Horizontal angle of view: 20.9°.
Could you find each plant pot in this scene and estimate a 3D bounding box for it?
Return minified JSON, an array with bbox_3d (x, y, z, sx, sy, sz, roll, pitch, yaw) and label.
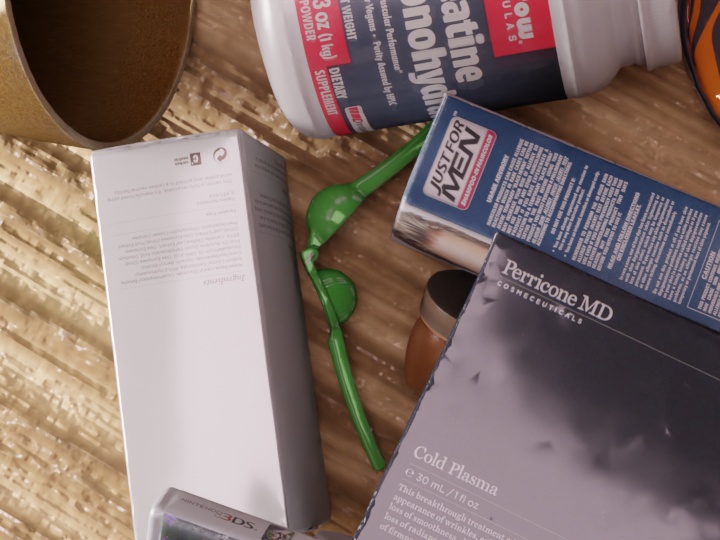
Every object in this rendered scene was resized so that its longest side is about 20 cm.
[{"bbox_3d":[-0.214,-0.158,1.008,0.199,0.186,0.188,3,86,24],"label":"plant pot"}]

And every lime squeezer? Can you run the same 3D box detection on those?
[{"bbox_3d":[0.000,0.000,1.025,0.070,0.038,0.201,14,87,-21],"label":"lime squeezer"}]

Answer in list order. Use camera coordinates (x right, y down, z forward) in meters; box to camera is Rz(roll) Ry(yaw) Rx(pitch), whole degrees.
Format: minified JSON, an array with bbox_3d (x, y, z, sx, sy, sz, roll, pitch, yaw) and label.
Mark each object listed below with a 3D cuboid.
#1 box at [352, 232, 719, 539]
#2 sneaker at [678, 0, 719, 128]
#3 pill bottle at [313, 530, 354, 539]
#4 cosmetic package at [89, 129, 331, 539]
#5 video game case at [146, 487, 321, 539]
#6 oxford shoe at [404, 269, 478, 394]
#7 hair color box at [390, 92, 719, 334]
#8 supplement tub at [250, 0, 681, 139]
[{"bbox_3d":[0.110,0.113,0.882,0.199,0.104,0.183,26,82,6],"label":"box"},{"bbox_3d":[0.196,-0.169,0.959,0.077,0.112,0.201,1,86,10],"label":"sneaker"},{"bbox_3d":[-0.023,0.236,0.970,0.104,0.104,0.201,20,89,10],"label":"pill bottle"},{"bbox_3d":[-0.074,0.038,0.992,0.084,0.108,0.201,-7,83,9],"label":"cosmetic package"},{"bbox_3d":[-0.016,0.202,0.852,0.181,0.023,0.201,18,125,11],"label":"video game case"},{"bbox_3d":[0.115,0.071,0.989,0.199,0.071,0.072,26,120,8],"label":"oxford shoe"},{"bbox_3d":[0.118,-0.011,0.949,0.199,0.100,0.061,23,79,2],"label":"hair color box"},{"bbox_3d":[0.052,-0.148,0.968,0.199,0.140,0.141,-9,84,9],"label":"supplement tub"}]
